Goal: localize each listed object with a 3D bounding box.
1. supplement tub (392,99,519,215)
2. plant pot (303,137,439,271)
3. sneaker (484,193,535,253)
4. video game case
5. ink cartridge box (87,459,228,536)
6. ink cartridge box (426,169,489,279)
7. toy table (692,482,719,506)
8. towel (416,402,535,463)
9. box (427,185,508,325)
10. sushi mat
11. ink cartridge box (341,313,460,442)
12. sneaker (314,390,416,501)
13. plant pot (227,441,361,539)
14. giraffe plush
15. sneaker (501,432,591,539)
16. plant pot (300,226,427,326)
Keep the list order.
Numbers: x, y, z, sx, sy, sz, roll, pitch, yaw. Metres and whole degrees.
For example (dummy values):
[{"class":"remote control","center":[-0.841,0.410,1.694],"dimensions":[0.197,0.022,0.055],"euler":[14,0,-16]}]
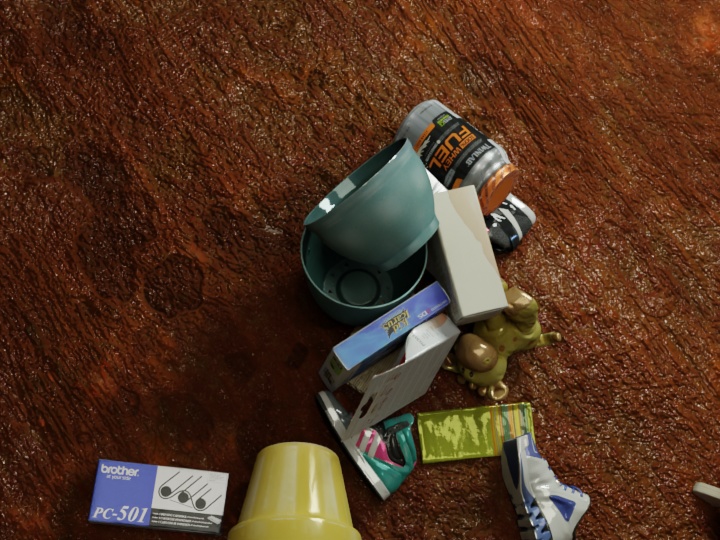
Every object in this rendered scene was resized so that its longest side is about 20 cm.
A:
[{"class":"supplement tub","center":[0.162,-0.189,1.649],"dimensions":[0.200,0.123,0.123],"euler":[39,69,19]},{"class":"plant pot","center":[0.034,-0.084,1.456],"dimensions":[0.200,0.200,0.134],"euler":[-45,102,-20]},{"class":"sneaker","center":[0.205,-0.109,1.719],"dimensions":[0.200,0.073,0.112],"euler":[36,68,1]},{"class":"video game case","center":[0.035,0.109,1.547],"dimensions":[0.200,0.181,0.045],"euler":[-32,81,-17]},{"class":"ink cartridge box","center":[-0.308,0.349,1.494],"dimensions":[0.200,0.044,0.094],"euler":[8,70,-8]},{"class":"ink cartridge box","center":[0.107,-0.090,1.656],"dimensions":[0.200,0.146,0.085],"euler":[43,73,4]},{"class":"toy table","center":[0.656,0.406,1.616],"dimensions":[0.184,0.117,0.200],"euler":[43,70,5]},{"class":"towel","center":[0.195,0.270,1.626],"dimensions":[0.200,0.018,0.086],"euler":[-4,72,-11]},{"class":"box","center":[0.159,-0.021,1.522],"dimensions":[0.078,0.095,0.200],"euler":[-13,80,-9]},{"class":"sushi mat","center":[0.036,0.114,1.650],"dimensions":[0.096,0.012,0.200],"euler":[35,70,1]},{"class":"ink cartridge box","center":[0.050,0.164,1.493],"dimensions":[0.200,0.162,0.050],"euler":[-21,57,-40]},{"class":"sneaker","center":[0.024,0.254,1.563],"dimensions":[0.121,0.084,0.200],"euler":[-34,89,-13]},{"class":"plant pot","center":[-0.097,0.370,1.460],"dimensions":[0.200,0.201,0.189],"euler":[6,56,-8]},{"class":"giraffe plush","center":[0.214,0.118,1.626],"dimensions":[0.162,0.172,0.200],"euler":[-51,121,-10]},{"class":"sneaker","center":[0.308,0.361,1.593],"dimensions":[0.115,0.081,0.200],"euler":[-11,82,-17]},{"class":"plant pot","center":[0.000,0.000,1.593],"dimensions":[0.200,0.161,0.201],"euler":[2,65,-4]}]
